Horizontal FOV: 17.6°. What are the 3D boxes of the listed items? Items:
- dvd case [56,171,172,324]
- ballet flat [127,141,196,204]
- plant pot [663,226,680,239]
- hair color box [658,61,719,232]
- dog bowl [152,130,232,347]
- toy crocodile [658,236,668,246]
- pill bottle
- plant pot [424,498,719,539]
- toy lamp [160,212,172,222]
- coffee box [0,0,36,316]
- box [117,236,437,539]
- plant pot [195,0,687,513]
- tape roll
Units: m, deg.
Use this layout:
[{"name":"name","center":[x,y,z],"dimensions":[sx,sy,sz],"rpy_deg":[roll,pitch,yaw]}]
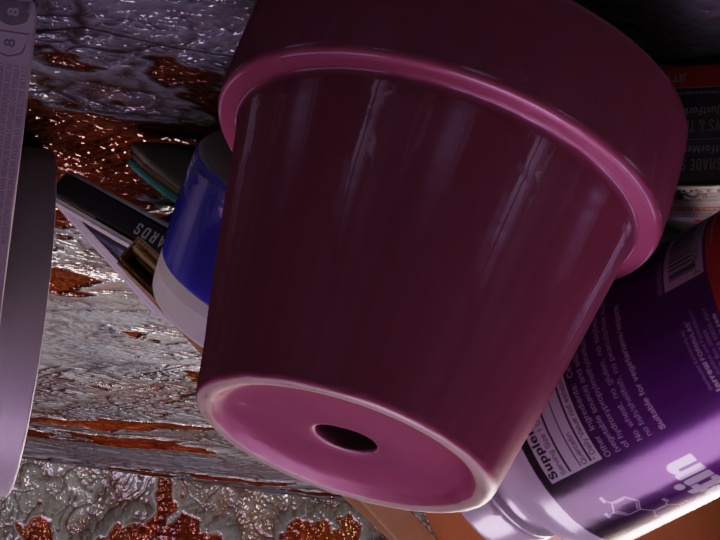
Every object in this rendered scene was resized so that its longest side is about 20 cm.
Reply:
[{"name":"dvd case","center":[-0.074,0.024,1.337],"dimensions":[0.200,0.025,0.150],"rpy_deg":[29,166,32]},{"name":"ballet flat","center":[-0.040,-0.029,1.311],"dimensions":[0.200,0.064,0.067],"rpy_deg":[38,-176,-22]},{"name":"plant pot","center":[0.220,0.046,1.409],"dimensions":[0.200,0.141,0.141],"rpy_deg":[11,169,-11]},{"name":"hair color box","center":[0.202,-0.046,1.123],"dimensions":[0.101,0.061,0.200],"rpy_deg":[0,169,29]},{"name":"dog bowl","center":[0.000,0.000,1.180],"dimensions":[0.200,0.079,0.200],"rpy_deg":[16,-163,-5]},{"name":"toy crocodile","center":[0.083,-0.030,1.128],"dimensions":[0.200,0.062,0.068],"rpy_deg":[30,-168,0]},{"name":"pill bottle","center":[0.133,0.054,1.050],"dimensions":[0.200,0.113,0.112],"rpy_deg":[-32,149,32]},{"name":"plant pot","center":[0.117,0.112,1.260],"dimensions":[0.200,0.140,0.200],"rpy_deg":[-14,-164,4]},{"name":"toy lamp","center":[-0.064,-0.014,1.433],"dimensions":[0.200,0.058,0.058],"rpy_deg":[-2,167,38]},{"name":"coffee box","center":[-0.266,-0.022,1.097],"dimensions":[0.198,0.200,0.200],"rpy_deg":[7,170,-10]},{"name":"box","center":[-0.040,0.078,1.271],"dimensions":[0.163,0.021,0.200],"rpy_deg":[40,172,36]},{"name":"plant pot","center":[0.021,-0.005,0.970],"dimensions":[0.200,0.179,0.200],"rpy_deg":[16,157,7]},{"name":"tape roll","center":[-0.220,0.026,1.324],"dimensions":[0.066,0.200,0.200],"rpy_deg":[7,169,-13]}]
